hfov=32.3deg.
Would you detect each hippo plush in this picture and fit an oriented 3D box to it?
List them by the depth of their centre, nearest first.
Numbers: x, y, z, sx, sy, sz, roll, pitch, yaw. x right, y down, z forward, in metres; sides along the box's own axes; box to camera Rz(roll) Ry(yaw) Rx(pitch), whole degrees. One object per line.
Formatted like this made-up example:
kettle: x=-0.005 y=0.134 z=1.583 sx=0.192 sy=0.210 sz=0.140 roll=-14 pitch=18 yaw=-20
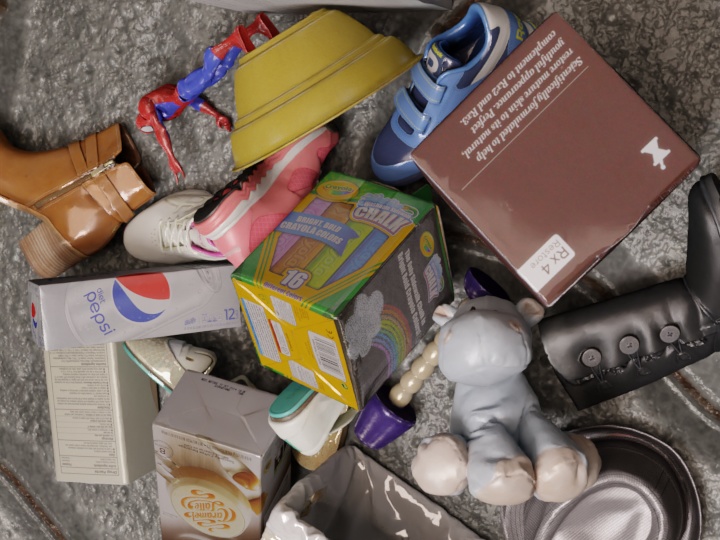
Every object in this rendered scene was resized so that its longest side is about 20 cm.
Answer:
hippo plush: x=0.134 y=0.106 z=1.089 sx=0.157 sy=0.200 sz=0.163 roll=3 pitch=95 yaw=14

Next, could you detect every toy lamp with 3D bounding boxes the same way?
toy lamp: x=0.065 y=0.090 z=1.196 sx=0.058 sy=0.058 sz=0.200 roll=42 pitch=109 yaw=9

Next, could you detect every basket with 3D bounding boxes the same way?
basket: x=-0.002 y=0.302 z=1.175 sx=0.199 sy=0.198 sz=0.162 roll=35 pitch=109 yaw=11

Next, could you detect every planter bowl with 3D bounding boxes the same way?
planter bowl: x=-0.049 y=-0.174 z=1.098 sx=0.199 sy=0.201 sz=0.084 roll=-27 pitch=101 yaw=21

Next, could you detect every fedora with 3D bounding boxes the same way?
fedora: x=0.215 y=0.240 z=1.144 sx=0.199 sy=0.090 sz=0.178 roll=-33 pitch=86 yaw=20

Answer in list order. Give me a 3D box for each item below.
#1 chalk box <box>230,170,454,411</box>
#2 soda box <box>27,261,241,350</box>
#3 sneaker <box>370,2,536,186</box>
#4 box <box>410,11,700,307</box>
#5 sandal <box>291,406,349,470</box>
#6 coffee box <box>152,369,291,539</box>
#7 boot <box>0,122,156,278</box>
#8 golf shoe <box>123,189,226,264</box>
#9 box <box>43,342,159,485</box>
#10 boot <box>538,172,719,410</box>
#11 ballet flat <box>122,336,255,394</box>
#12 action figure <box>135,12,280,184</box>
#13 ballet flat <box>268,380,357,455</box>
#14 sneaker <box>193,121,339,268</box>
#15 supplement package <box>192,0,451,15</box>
chalk box: x=0.000 y=0.000 z=1.122 sx=0.123 sy=0.200 sz=0.125 roll=20 pitch=142 yaw=32
soda box: x=-0.220 y=0.032 z=1.220 sx=0.198 sy=0.068 sz=0.064 roll=-6 pitch=96 yaw=-23
sneaker: x=0.071 y=-0.164 z=1.135 sx=0.200 sy=0.082 sz=0.074 roll=-48 pitch=51 yaw=15
box: x=0.161 y=-0.083 z=1.046 sx=0.166 sy=0.200 sz=0.164 roll=-43 pitch=83 yaw=4
sandal: x=-0.040 y=0.100 z=1.226 sx=0.077 sy=0.070 sz=0.214 roll=10 pitch=100 yaw=18
coffee box: x=-0.132 y=0.205 z=1.217 sx=0.113 sy=0.080 sz=0.201 roll=15 pitch=133 yaw=13
boot: x=-0.313 y=-0.110 z=1.295 sx=0.155 sy=0.077 sz=0.201 roll=-36 pitch=72 yaw=12
golf shoe: x=-0.160 y=-0.043 z=1.238 sx=0.198 sy=0.091 sz=0.076 roll=-8 pitch=96 yaw=22
box: x=-0.271 y=0.116 z=1.303 sx=0.094 sy=0.078 sz=0.203 roll=0 pitch=98 yaw=22
boot: x=0.250 y=0.022 z=1.107 sx=0.198 sy=0.066 sz=0.166 roll=-20 pitch=104 yaw=23
ballet flat: x=-0.152 y=0.117 z=1.268 sx=0.200 sy=0.067 sz=0.062 roll=43 pitch=98 yaw=-8
action figure: x=-0.148 y=-0.161 z=1.221 sx=0.199 sy=0.065 sz=0.100 roll=-23 pitch=101 yaw=41
ballet flat: x=-0.011 y=0.095 z=1.174 sx=0.069 sy=0.200 sz=0.070 roll=28 pitch=146 yaw=21
sneaker: x=-0.074 y=-0.066 z=1.166 sx=0.073 sy=0.200 sz=0.087 roll=-22 pitch=109 yaw=46
supplement package: x=-0.036 y=-0.308 z=1.103 sx=0.198 sy=0.191 sz=0.149 roll=2 pitch=98 yaw=18
